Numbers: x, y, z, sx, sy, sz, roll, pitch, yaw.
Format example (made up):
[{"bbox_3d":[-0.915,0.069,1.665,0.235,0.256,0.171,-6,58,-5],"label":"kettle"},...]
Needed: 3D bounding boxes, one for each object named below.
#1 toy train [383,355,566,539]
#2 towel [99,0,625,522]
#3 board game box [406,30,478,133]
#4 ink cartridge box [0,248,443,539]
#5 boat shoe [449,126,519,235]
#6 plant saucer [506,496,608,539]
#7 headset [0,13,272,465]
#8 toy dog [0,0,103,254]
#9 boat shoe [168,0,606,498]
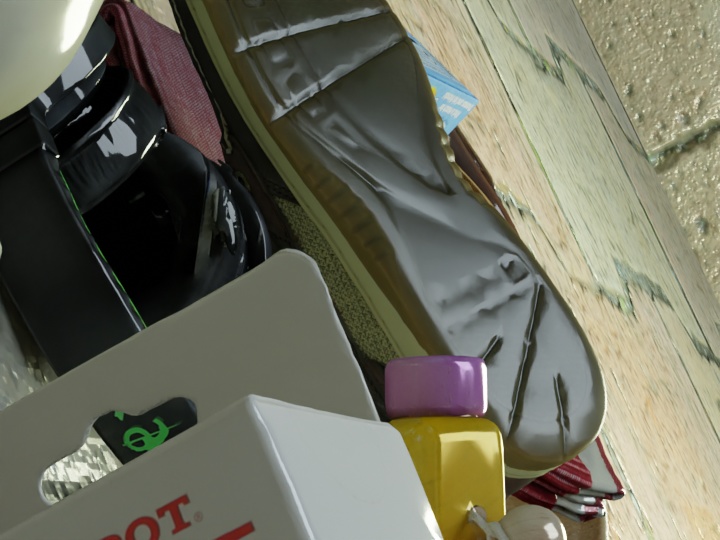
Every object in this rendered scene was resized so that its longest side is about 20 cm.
[{"bbox_3d":[-0.002,0.105,0.598,0.056,0.200,0.150,3,56,-33],"label":"toy train"},{"bbox_3d":[0.000,0.000,0.910,0.200,0.023,0.144,28,30,-44],"label":"towel"},{"bbox_3d":[-0.052,-0.122,0.976,0.200,0.037,0.151,45,8,10],"label":"board game box"},{"bbox_3d":[-0.031,0.102,0.507,0.068,0.115,0.200,20,44,-64],"label":"ink cartridge box"},{"bbox_3d":[0.024,-0.033,1.195,0.200,0.070,0.070,64,15,4],"label":"boat shoe"},{"bbox_3d":[0.003,0.037,0.931,0.200,0.035,0.200,40,26,-24],"label":"plant saucer"},{"bbox_3d":[-0.062,-0.029,0.730,0.124,0.094,0.200,51,9,-48],"label":"headset"},{"bbox_3d":[-0.077,-0.111,0.631,0.194,0.139,0.200,68,26,-11],"label":"toy dog"},{"bbox_3d":[-0.007,-0.019,0.809,0.072,0.066,0.201,-21,73,-44],"label":"boat shoe"}]
